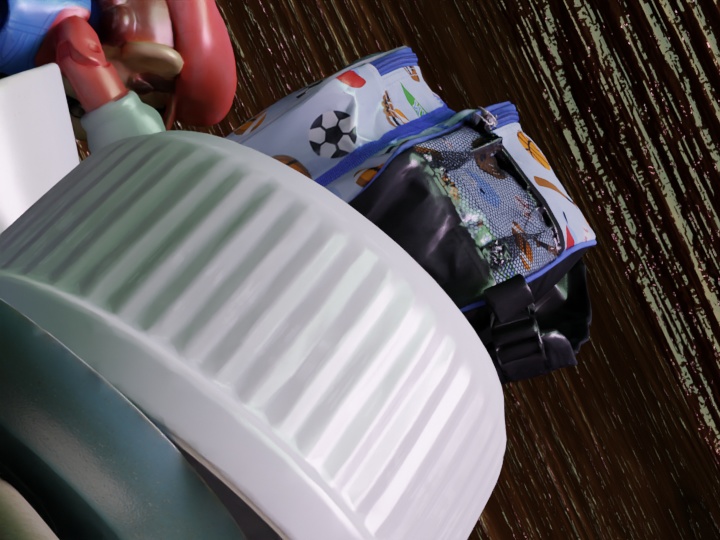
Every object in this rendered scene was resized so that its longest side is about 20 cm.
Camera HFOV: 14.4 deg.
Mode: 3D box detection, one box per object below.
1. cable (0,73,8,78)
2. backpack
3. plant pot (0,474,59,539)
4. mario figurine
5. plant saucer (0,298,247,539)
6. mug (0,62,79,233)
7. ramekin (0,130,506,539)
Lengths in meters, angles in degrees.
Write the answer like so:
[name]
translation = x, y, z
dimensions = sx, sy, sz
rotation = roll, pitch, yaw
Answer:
[cable]
translation = -0.203, -0.106, 1.261
dimensions = 0.163, 0.051, 0.200
rotation = 49, 19, 3
[backpack]
translation = 0.000, 0.000, 1.169
dimensions = 0.190, 0.200, 0.154
rotation = -11, 74, -64
[plant pot]
translation = -0.120, 0.177, 0.850
dimensions = 0.200, 0.200, 0.177
rotation = 54, 3, -33
[mario figurine]
translation = -0.144, -0.092, 1.210
dimensions = 0.200, 0.106, 0.124
rotation = 16, 63, -33
[plant saucer]
translation = -0.118, 0.059, 0.923
dimensions = 0.200, 0.027, 0.200
rotation = 31, -24, 16
[mug]
translation = -0.177, 0.023, 1.080
dimensions = 0.149, 0.186, 0.153
rotation = -1, -71, 69
[ramekin]
translation = -0.045, 0.045, 0.955
dimensions = 0.200, 0.105, 0.200
rotation = 32, -23, 16
